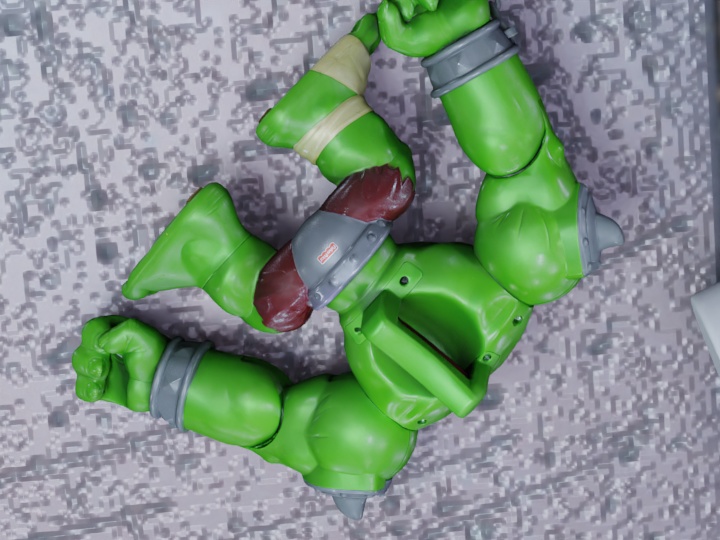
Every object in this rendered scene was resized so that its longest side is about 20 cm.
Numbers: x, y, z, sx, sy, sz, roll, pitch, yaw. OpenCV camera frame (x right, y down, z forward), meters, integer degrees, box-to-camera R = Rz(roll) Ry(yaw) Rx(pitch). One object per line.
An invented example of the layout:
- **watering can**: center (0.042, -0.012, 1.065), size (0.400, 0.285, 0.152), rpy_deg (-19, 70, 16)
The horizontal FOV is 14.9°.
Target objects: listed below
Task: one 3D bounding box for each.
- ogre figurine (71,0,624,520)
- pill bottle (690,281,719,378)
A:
- **ogre figurine**: center (0.000, 0.000, 0.941), size (0.120, 0.098, 0.200), rpy_deg (43, 87, 2)
- **pill bottle**: center (0.219, 0.007, 0.938), size (0.199, 0.111, 0.112), rpy_deg (-24, 102, 4)
